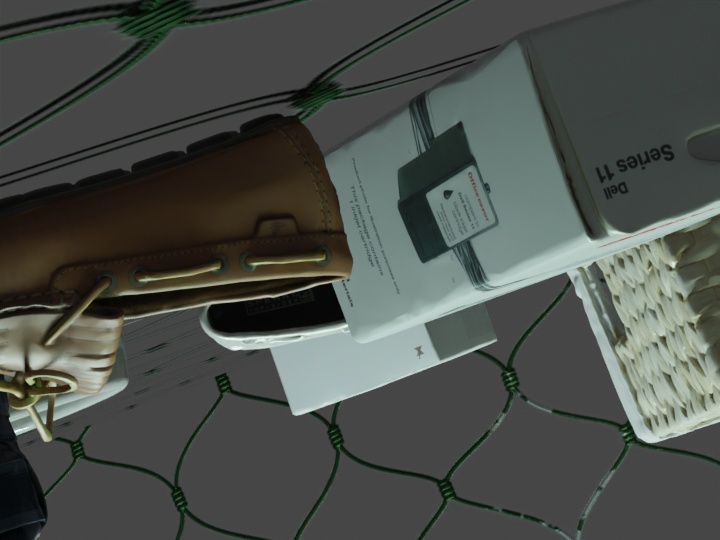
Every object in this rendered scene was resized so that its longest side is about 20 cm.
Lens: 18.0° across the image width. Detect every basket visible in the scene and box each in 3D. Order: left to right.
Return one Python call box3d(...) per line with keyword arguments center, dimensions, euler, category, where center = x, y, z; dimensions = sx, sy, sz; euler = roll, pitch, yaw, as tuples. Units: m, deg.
box3d(center=(0.247, -0.019, 1.437), dimensions=(0.199, 0.199, 0.161), euler=(-19, 173, -13), category="basket")

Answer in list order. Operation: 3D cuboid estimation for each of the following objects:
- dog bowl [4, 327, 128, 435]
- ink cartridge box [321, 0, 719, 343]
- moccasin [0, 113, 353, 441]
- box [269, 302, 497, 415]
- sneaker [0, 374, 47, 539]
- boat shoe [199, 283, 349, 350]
box3d(center=(-0.201, 0.058, 1.075), dimensions=(0.199, 0.059, 0.200), euler=(-21, 176, -1), category="dog bowl")
box3d(center=(0.085, -0.046, 0.901), dimensions=(0.146, 0.083, 0.200), euler=(-18, 177, -29), category="ink cartridge box")
box3d(center=(-0.098, 0.013, 0.761), dimensions=(0.201, 0.078, 0.074), euler=(-19, 177, -24), category="moccasin")
box3d(center=(0.015, 0.039, 1.774), dimensions=(0.124, 0.098, 0.200), euler=(-21, 177, 16), category="box")
box3d(center=(-0.227, 0.105, 0.921), dimensions=(0.202, 0.147, 0.077), euler=(-18, 178, -18), category="sneaker")
box3d(center=(0.000, 0.000, 1.322), dimensions=(0.199, 0.072, 0.066), euler=(-13, -178, 6), category="boat shoe")
